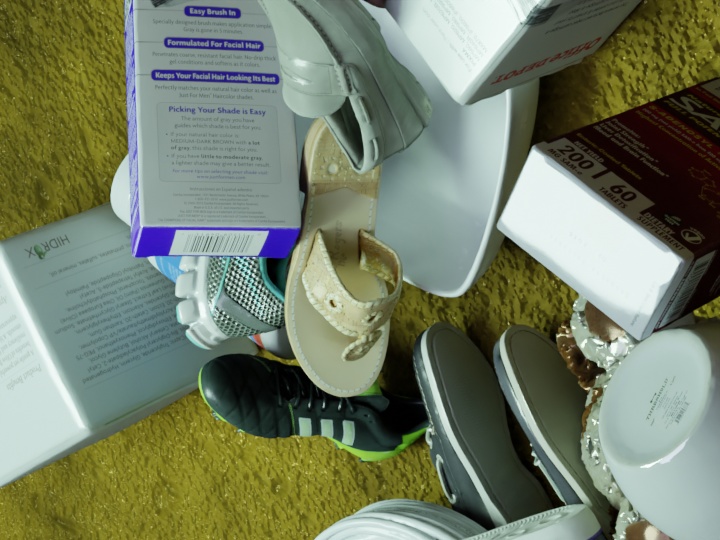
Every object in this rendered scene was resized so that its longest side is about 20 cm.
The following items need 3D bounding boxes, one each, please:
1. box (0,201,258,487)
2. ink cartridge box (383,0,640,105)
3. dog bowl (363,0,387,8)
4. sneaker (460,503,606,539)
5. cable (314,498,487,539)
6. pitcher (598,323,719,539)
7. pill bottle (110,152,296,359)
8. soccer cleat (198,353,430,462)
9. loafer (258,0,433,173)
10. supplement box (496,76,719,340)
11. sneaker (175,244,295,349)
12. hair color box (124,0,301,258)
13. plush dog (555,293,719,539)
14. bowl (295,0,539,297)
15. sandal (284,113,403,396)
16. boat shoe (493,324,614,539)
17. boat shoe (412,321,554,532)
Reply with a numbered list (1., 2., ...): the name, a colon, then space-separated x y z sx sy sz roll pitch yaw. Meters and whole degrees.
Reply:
1. box: -0.239 0.057 1.415 0.199 0.200 0.171 -30 85 47
2. ink cartridge box: 0.127 -0.200 0.971 0.084 0.144 0.200 53 136 13
3. dog bowl: 0.048 -0.238 0.993 0.074 0.200 0.200 50 136 8
4. sneaker: 0.094 0.254 1.119 0.200 0.081 0.147 -22 92 12
5. cable: 0.046 0.264 1.233 0.200 0.069 0.200 0 108 32
6. pitcher: 0.240 0.086 0.920 0.121 0.200 0.172 19 82 61
7. pill bottle: -0.100 -0.026 1.301 0.200 0.112 0.112 33 129 28
8. soccer cleat: -0.031 0.094 1.251 0.081 0.200 0.068 -35 50 36
9. loafer: -0.019 -0.126 1.023 0.070 0.070 0.200 36 173 39
10. supplement box: 0.183 -0.041 0.949 0.109 0.200 0.061 40 128 24
11. sneaker: -0.078 -0.044 1.197 0.091 0.078 0.200 -3 84 20
12. hair color box: -0.104 -0.110 1.144 0.065 0.109 0.200 125 144 -67
13. plush dog: 0.201 0.101 1.073 0.172 0.160 0.200 152 109 -65
14. bowl: 0.039 -0.104 1.156 0.200 0.075 0.200 33 129 31
15. sandal: -0.005 0.001 1.127 0.070 0.078 0.212 -138 44 -62
16. boat shoe: 0.141 0.134 1.171 0.063 0.073 0.200 -31 91 44
17. boat shoe: 0.081 0.134 1.233 0.060 0.074 0.200 -19 104 43
